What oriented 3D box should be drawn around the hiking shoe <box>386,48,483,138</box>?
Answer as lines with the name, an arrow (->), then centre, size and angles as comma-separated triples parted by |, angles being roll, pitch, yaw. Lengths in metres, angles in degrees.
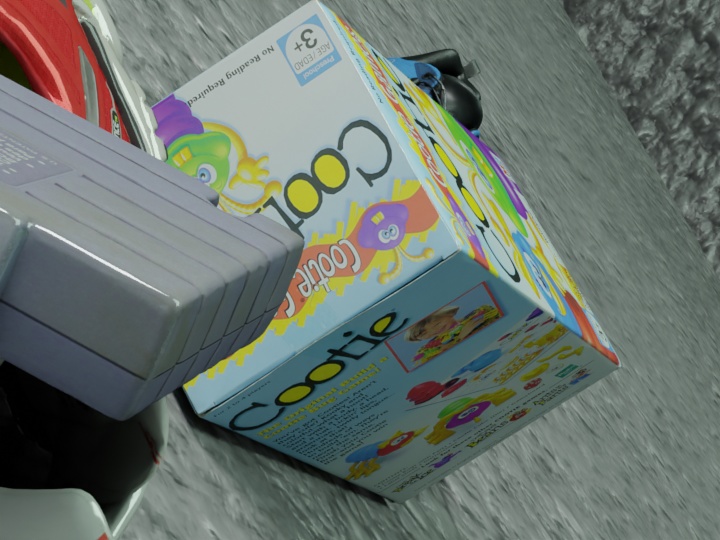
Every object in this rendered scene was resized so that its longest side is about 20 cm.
hiking shoe -> 0.009, -0.057, 1.278 | 0.074, 0.087, 0.200 | 55, 11, -14

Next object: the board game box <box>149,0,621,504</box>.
board game box -> 0.000, 0.000, 1.031 | 0.103, 0.105, 0.200 | 61, 10, 20

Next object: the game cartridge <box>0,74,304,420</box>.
game cartridge -> -0.114, -0.034, 0.585 | 0.200, 0.038, 0.130 | 28, 14, 6

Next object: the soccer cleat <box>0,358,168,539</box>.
soccer cleat -> -0.080, 0.031, 0.634 | 0.069, 0.085, 0.200 | 53, 12, -23

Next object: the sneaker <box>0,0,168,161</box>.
sneaker -> -0.117, -0.083, 0.831 | 0.200, 0.077, 0.085 | 60, 16, 13
